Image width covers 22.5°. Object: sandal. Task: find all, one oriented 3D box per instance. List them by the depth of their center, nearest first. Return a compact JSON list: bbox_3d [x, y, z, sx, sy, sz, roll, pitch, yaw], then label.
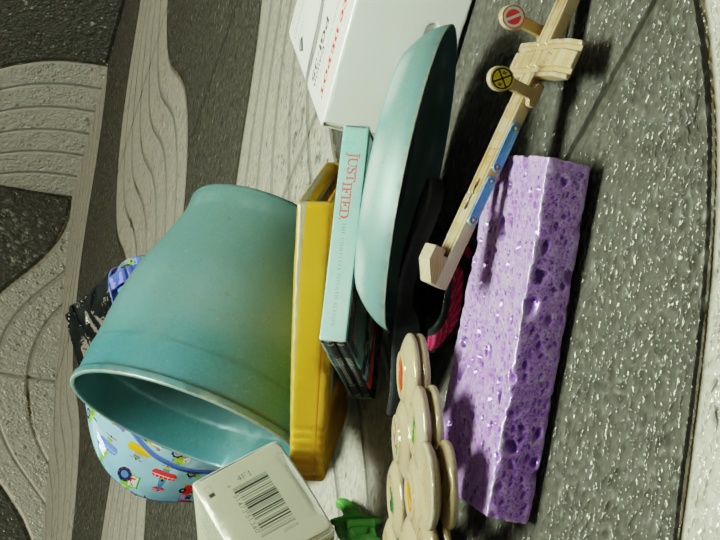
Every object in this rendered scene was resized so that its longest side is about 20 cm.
[{"bbox_3d":[0.048,0.019,1.158,0.200,0.045,0.075,94,-170,-45],"label":"sandal"}]

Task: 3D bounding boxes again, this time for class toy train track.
[{"bbox_3d":[0.074,-0.086,1.035,0.200,0.033,0.115,-66,13,-1],"label":"toy train track"}]

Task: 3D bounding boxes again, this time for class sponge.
[{"bbox_3d":[0.084,0.035,1.024,0.112,0.030,0.200,-159,80,-76],"label":"sponge"}]

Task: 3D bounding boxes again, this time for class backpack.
[{"bbox_3d":[-0.158,0.101,1.630,0.135,0.183,0.200,-41,53,42],"label":"backpack"}]

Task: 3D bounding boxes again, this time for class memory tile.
[{"bbox_3d":[0.033,0.151,1.078,0.153,0.017,0.200,-102,13,-54],"label":"memory tile"}]

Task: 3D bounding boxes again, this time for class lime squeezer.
[{"bbox_3d":[0.003,0.196,1.242,0.200,0.038,0.071,-105,-2,-57],"label":"lime squeezer"}]

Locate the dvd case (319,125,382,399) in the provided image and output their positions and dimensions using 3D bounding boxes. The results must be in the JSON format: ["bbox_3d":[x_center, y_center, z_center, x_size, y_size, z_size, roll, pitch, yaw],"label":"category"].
[{"bbox_3d":[0.000,0.000,1.244,0.200,0.022,0.146,72,-156,-76],"label":"dvd case"}]

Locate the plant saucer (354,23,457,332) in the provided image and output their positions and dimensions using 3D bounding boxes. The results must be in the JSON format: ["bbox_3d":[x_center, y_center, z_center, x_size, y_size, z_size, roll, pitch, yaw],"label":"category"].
[{"bbox_3d":[0.028,-0.061,1.161,0.200,0.027,0.200,11,-90,-82],"label":"plant saucer"}]

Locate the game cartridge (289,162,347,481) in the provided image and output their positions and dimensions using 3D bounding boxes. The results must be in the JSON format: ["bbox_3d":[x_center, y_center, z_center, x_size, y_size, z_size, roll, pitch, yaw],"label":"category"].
[{"bbox_3d":[-0.024,0.034,1.292,0.176,0.032,0.200,-67,-21,-76],"label":"game cartridge"}]

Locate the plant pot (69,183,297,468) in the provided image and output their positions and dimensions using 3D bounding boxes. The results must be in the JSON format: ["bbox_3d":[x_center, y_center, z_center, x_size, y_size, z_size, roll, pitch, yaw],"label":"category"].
[{"bbox_3d":[-0.103,0.042,1.450,0.188,0.200,0.200,-69,10,-21],"label":"plant pot"}]

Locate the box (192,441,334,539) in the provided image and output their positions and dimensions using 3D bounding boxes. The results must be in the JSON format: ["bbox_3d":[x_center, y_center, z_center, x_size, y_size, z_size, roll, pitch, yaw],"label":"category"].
[{"bbox_3d":[-0.067,0.203,1.268,0.082,0.068,0.200,56,162,23],"label":"box"}]

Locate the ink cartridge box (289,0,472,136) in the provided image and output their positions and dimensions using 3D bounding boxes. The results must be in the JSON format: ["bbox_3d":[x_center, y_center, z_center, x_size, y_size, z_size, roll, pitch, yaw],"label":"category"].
[{"bbox_3d":[0.013,-0.200,1.343,0.200,0.083,0.147,-109,32,-62],"label":"ink cartridge box"}]
